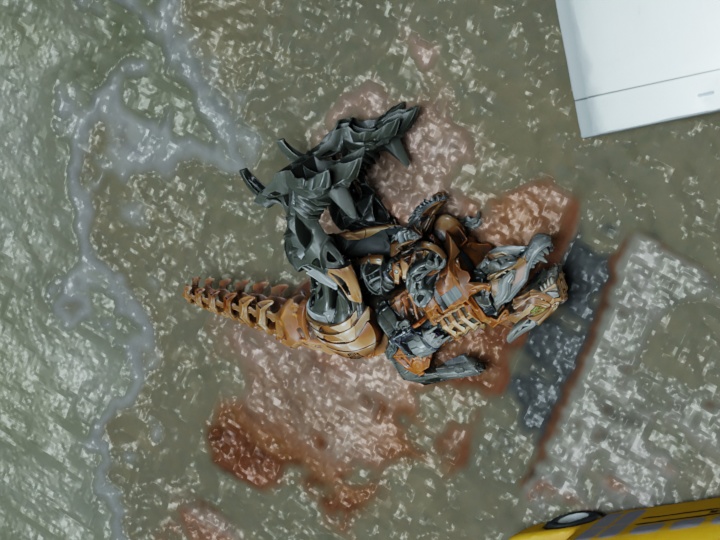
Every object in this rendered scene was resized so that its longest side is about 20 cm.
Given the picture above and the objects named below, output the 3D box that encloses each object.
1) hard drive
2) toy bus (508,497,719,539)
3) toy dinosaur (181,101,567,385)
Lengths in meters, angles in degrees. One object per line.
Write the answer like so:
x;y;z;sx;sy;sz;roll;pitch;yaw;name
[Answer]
0.149;-0.174;0.796;0.131;0.027;0.202;-10;92;26;hard drive
0.162;0.146;0.802;0.198;0.078;0.066;-12;92;26;toy bus
0.000;0.000;0.857;0.198;0.102;0.137;-14;108;5;toy dinosaur
